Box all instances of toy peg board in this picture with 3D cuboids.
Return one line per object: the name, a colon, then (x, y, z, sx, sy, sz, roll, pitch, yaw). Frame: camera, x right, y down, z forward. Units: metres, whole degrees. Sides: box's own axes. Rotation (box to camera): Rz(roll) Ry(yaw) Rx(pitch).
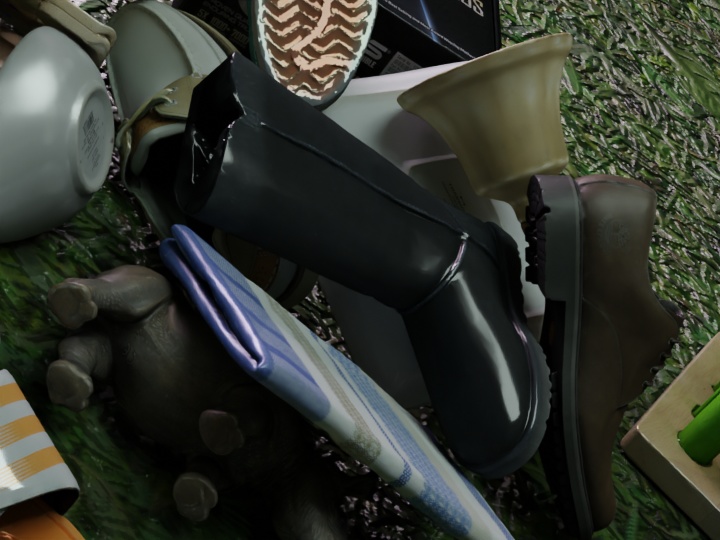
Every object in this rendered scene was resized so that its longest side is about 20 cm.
toy peg board: (0.289, 0.115, 1.234, 0.199, 0.098, 0.200, 45, 29, 7)

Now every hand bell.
hand bell: (0.100, -0.018, 1.107, 0.104, 0.104, 0.201, -16, 87, -57)

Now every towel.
towel: (-0.007, 0.066, 0.931, 0.200, 0.024, 0.147, 41, 5, -34)

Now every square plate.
square plate: (0.047, -0.030, 1.134, 0.197, 0.028, 0.201, -11, 71, -43)

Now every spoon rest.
spoon rest: (-0.164, -0.039, 0.926, 0.060, 0.100, 0.200, 3, 35, 11)

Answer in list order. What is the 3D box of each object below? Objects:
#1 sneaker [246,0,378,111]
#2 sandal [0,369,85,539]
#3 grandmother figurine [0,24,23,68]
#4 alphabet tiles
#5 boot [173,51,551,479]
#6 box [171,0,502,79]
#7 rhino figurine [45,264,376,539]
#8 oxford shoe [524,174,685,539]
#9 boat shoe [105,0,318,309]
sneaker: (-0.034, -0.167, 1.129, 0.071, 0.080, 0.201, 9, 64, -15)
sandal: (-0.175, 0.056, 0.794, 0.207, 0.059, 0.079, 45, 29, 7)
grandmother figurine: (-0.243, -0.142, 0.999, 0.200, 0.061, 0.121, 36, 1, -3)
alphabet tiles: (-0.208, -0.166, 0.997, 0.200, 0.015, 0.196, 36, -6, -8)
boot: (0.000, -0.001, 0.987, 0.200, 0.066, 0.165, 33, 31, -34)
box: (-0.011, -0.179, 1.292, 0.199, 0.086, 0.164, 31, 30, -17)
rhino figurine: (-0.061, 0.073, 0.908, 0.200, 0.060, 0.087, 43, 18, -3)
oxford shoe: (0.132, 0.049, 1.050, 0.084, 0.201, 0.073, -3, 19, -7)
boat shoe: (-0.091, -0.069, 1.055, 0.068, 0.075, 0.201, 8, 43, -53)
